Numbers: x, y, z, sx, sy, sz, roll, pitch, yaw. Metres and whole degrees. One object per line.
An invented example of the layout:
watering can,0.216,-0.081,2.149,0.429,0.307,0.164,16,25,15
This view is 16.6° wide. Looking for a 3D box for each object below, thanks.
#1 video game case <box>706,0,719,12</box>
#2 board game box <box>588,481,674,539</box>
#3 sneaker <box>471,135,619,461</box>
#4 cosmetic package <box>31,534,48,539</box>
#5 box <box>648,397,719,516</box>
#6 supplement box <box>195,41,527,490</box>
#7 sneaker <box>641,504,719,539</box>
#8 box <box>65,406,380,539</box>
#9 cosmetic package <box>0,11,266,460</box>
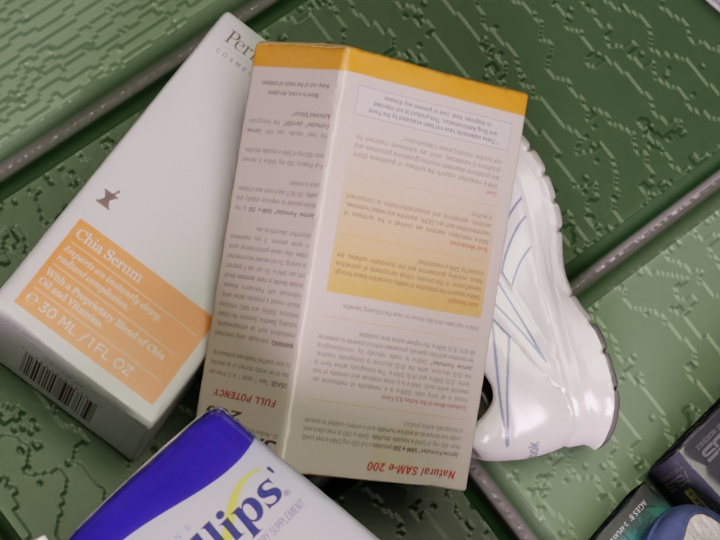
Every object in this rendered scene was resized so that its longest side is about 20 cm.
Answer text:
video game case,0.259,-0.219,1.407,0.182,0.023,0.200,41,68,2
board game box,0.127,0.222,1.226,0.135,0.028,0.200,43,68,3
sneaker,0.064,0.003,1.262,0.087,0.075,0.201,-16,76,-13
cosmetic package,-0.154,0.195,1.074,0.085,0.200,0.108,-26,81,-17
box,0.272,0.095,1.291,0.158,0.051,0.200,46,67,4
supplement box,0.000,0.000,1.189,0.126,0.073,0.201,11,88,-42
sneaker,0.183,0.193,1.171,0.075,0.088,0.201,-1,57,-13
box,-0.024,0.188,1.093,0.200,0.184,0.105,38,67,20
cosmetic package,-0.090,-0.018,1.231,0.101,0.071,0.200,36,67,0
